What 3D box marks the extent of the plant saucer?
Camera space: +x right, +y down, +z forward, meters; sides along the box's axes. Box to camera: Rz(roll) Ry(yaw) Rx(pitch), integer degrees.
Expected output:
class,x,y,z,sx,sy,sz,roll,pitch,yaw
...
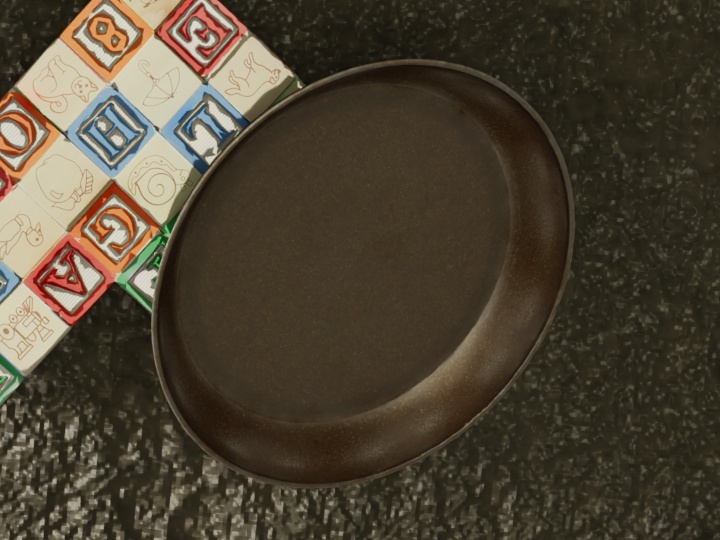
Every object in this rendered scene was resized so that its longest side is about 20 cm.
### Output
class,x,y,z,sx,sy,sz,roll,pitch,yaw
plant saucer,0.000,0.000,0.772,0.198,0.032,0.202,-13,121,-21

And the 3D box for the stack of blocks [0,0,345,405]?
class,x,y,z,sx,sy,sz,roll,pitch,yaw
stack of blocks,-0.115,-0.030,0.779,0.115,0.059,0.200,43,91,-9
